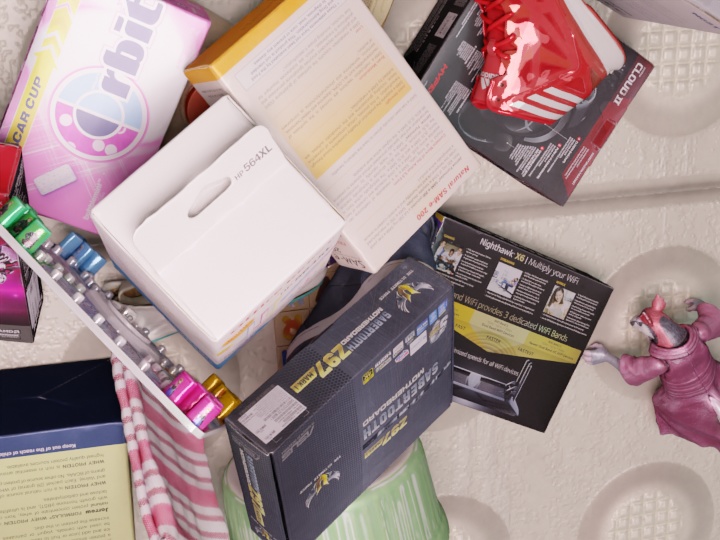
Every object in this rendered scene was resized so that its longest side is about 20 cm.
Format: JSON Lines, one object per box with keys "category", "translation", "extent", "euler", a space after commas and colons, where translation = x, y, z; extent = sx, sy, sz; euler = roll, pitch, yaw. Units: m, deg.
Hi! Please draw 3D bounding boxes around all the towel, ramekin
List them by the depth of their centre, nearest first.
{"category": "towel", "translation": [-0.151, 0.153, 0.902], "extent": [0.030, 0.200, 0.146], "euler": [-22, 150, 5]}
{"category": "ramekin", "translation": [-0.027, 0.203, 0.973], "extent": [0.199, 0.200, 0.098], "euler": [-15, 109, -11]}

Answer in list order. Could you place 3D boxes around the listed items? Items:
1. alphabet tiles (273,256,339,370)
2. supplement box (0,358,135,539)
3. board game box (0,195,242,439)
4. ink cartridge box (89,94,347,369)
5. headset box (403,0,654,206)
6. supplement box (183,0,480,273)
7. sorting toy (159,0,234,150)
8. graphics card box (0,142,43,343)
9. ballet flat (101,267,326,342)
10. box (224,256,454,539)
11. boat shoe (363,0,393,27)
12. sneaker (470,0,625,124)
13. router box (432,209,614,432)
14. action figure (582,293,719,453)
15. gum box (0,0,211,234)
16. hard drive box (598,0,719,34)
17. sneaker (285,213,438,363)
{"category": "alphabet tiles", "translation": [0.002, 0.060, 1.037], "extent": [0.166, 0.006, 0.201], "euler": [-7, 109, -14]}
{"category": "supplement box", "translation": [-0.293, 0.200, 0.931], "extent": [0.199, 0.134, 0.201], "euler": [-5, 109, -14]}
{"category": "board game box", "translation": [-0.166, 0.037, 0.791], "extent": [0.026, 0.200, 0.200], "euler": [-44, 87, -5]}
{"category": "ink cartridge box", "translation": [-0.103, -0.022, 0.809], "extent": [0.129, 0.200, 0.125], "euler": [-44, 88, -12]}
{"category": "headset box", "translation": [0.145, -0.163, 0.966], "extent": [0.200, 0.077, 0.149], "euler": [29, 98, -23]}
{"category": "supplement box", "translation": [-0.019, -0.114, 0.837], "extent": [0.126, 0.073, 0.200], "euler": [-44, 111, -15]}
{"category": "sorting toy", "translation": [-0.170, -0.124, 0.911], "extent": [0.185, 0.036, 0.200], "euler": [29, 98, -22]}
{"category": "graphics card box", "translation": [-0.312, -0.020, 0.832], "extent": [0.125, 0.051, 0.200], "euler": [6, 145, -7]}
{"category": "ballet flat", "translation": [-0.130, 0.012, 0.937], "extent": [0.199, 0.069, 0.070], "euler": [-17, 112, 4]}
{"category": "box", "translation": [-0.008, 0.107, 0.841], "extent": [0.200, 0.051, 0.158], "euler": [-40, 148, -28]}
{"category": "boat shoe", "translation": [-0.033, -0.170, 0.905], "extent": [0.064, 0.071, 0.201], "euler": [22, 84, -32]}
{"category": "sneaker", "translation": [0.113, -0.192, 0.866], "extent": [0.200, 0.078, 0.116], "euler": [42, 91, -21]}
{"category": "router box", "translation": [0.118, 0.048, 1.035], "extent": [0.199, 0.052, 0.158], "euler": [22, 99, -23]}
{"category": "action figure", "translation": [0.315, 0.105, 1.073], "extent": [0.134, 0.149, 0.200], "euler": [-36, 128, 5]}
{"category": "gum box", "translation": [-0.207, -0.128, 0.848], "extent": [0.113, 0.066, 0.200], "euler": [20, 106, -21]}
{"category": "hard drive box", "translation": [0.220, -0.263, 0.886], "extent": [0.156, 0.200, 0.077], "euler": [24, 100, -22]}
{"category": "sneaker", "translation": [0.002, 0.000, 0.977], "extent": [0.077, 0.147, 0.202], "euler": [20, 141, -27]}
